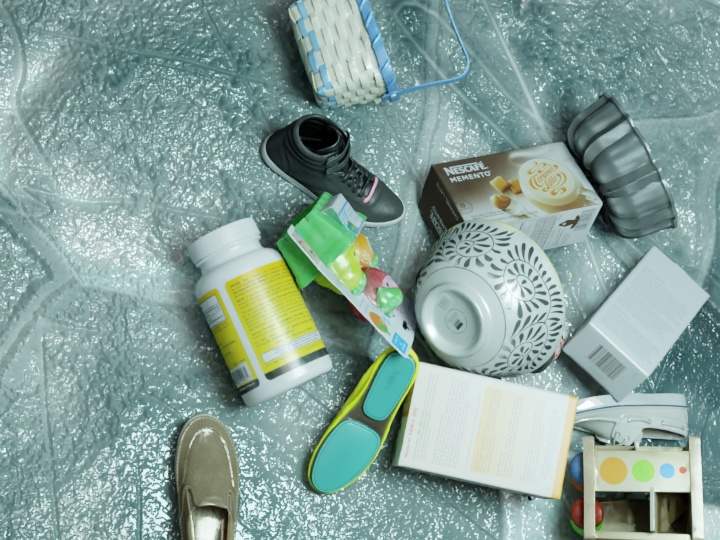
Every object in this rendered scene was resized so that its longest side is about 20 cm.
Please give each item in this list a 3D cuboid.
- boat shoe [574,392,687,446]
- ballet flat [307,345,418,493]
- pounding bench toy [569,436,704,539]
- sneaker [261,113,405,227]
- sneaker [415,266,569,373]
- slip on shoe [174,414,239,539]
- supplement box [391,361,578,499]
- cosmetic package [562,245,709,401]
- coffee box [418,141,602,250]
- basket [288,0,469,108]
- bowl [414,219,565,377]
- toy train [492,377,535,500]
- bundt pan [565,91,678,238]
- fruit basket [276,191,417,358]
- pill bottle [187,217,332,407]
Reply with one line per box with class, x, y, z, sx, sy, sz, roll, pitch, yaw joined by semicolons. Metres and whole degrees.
boat shoe;0.338;0.198;1.694;0.200;0.071;0.070;2;72;-28
ballet flat;0.005;0.173;1.561;0.067;0.067;0.200;31;95;-10
pounding bench toy;0.341;0.287;1.647;0.156;0.200;0.125;-1;71;11
sneaker;-0.020;-0.121;1.620;0.200;0.099;0.071;30;65;-13
sneaker;0.171;0.047;1.675;0.201;0.067;0.108;34;34;13
slip on shoe;-0.171;0.259;1.479;0.076;0.061;0.201;8;73;-19
supplement box;0.148;0.194;1.581;0.199;0.074;0.126;13;80;-2
cosmetic package;0.356;0.066;1.695;0.101;0.071;0.200;43;48;7
coffee box;0.190;-0.085;1.684;0.200;0.080;0.115;-11;55;-23
basket;0.021;-0.299;1.650;0.200;0.139;0.177;-17;82;6
bowl;0.133;0.047;1.560;0.094;0.201;0.201;-25;85;-51
toy train;0.182;0.191;1.644;0.034;0.046;0.200;-19;84;-25
bundt pan;0.331;-0.126;1.717;0.076;0.202;0.202;-28;87;1
fruit basket;0.000;0.000;1.565;0.200;0.185;0.094;41;107;-4
pill bottle;-0.121;0.047;1.527;0.112;0.112;0.200;-23;85;-25
